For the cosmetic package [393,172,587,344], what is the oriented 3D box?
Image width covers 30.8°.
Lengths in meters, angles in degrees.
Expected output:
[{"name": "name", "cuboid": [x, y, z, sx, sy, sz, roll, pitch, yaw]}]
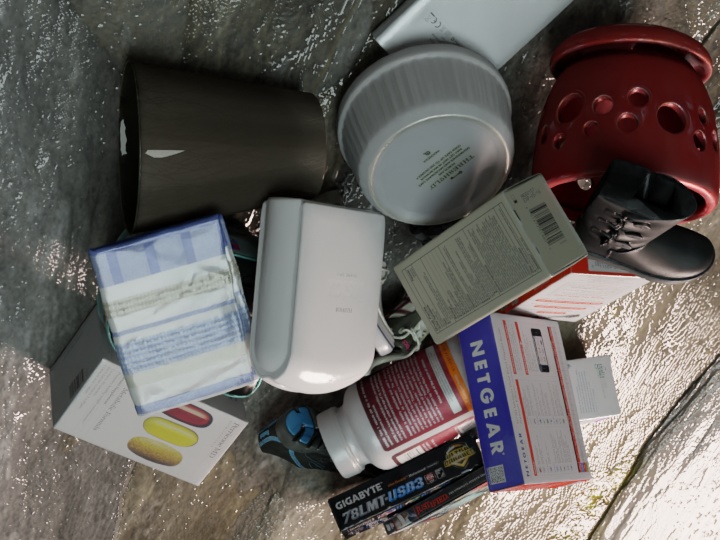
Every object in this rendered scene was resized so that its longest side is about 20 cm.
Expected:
[{"name": "cosmetic package", "cuboid": [0.135, -0.010, 1.397, 0.073, 0.104, 0.200, -26, 175, -40]}]

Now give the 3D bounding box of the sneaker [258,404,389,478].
[{"name": "sneaker", "cuboid": [-0.040, 0.222, 1.673, 0.199, 0.074, 0.082, 25, 143, -34]}]

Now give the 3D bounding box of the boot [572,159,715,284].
[{"name": "boot", "cuboid": [0.307, -0.048, 1.335, 0.163, 0.066, 0.200, 8, 163, 0]}]

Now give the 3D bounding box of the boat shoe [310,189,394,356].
[{"name": "boat shoe", "cuboid": [0.000, 0.000, 1.501, 0.069, 0.071, 0.201, -29, 96, -4]}]

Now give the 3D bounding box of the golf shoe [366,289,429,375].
[{"name": "golf shoe", "cuboid": [0.067, 0.063, 1.578, 0.199, 0.088, 0.077, -30, 124, 3]}]

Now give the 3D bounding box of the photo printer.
[{"name": "photo printer", "cuboid": [-0.045, 0.030, 1.386, 0.166, 0.069, 0.202, 7, 88, -55]}]

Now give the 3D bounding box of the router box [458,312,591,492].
[{"name": "router box", "cuboid": [0.195, 0.156, 1.545, 0.049, 0.202, 0.179, -19, 163, 32]}]

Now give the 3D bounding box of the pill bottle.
[{"name": "pill bottle", "cuboid": [0.052, 0.168, 1.574, 0.199, 0.113, 0.113, -27, 126, 5]}]

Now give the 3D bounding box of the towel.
[{"name": "towel", "cuboid": [-0.187, 0.048, 1.351, 0.146, 0.024, 0.202, -17, 115, -10]}]

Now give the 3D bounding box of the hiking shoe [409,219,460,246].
[{"name": "hiking shoe", "cuboid": [0.153, -0.033, 1.498, 0.075, 0.199, 0.087, -55, 136, -23]}]

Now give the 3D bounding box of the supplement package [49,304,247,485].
[{"name": "supplement package", "cuboid": [-0.247, 0.147, 1.526, 0.199, 0.110, 0.114, 27, 112, -29]}]

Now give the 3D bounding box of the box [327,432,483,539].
[{"name": "box", "cuboid": [0.059, 0.279, 1.664, 0.197, 0.050, 0.200, -25, 167, -4]}]

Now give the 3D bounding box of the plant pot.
[{"name": "plant pot", "cuboid": [0.287, -0.157, 1.406, 0.199, 0.200, 0.184, 9, 78, -21]}]

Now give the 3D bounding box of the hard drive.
[{"name": "hard drive", "cuboid": [0.127, -0.279, 1.408, 0.200, 0.026, 0.132, -42, 124, 12]}]

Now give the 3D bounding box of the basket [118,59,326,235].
[{"name": "basket", "cuboid": [-0.145, -0.128, 1.367, 0.198, 0.136, 0.182, -2, 113, -19]}]

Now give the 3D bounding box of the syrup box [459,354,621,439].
[{"name": "syrup box", "cuboid": [0.225, 0.164, 1.674, 0.198, 0.080, 0.081, -7, 168, -13]}]

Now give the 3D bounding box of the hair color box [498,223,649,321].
[{"name": "hair color box", "cuboid": [0.248, 0.005, 1.537, 0.110, 0.065, 0.200, 3, 162, -18]}]

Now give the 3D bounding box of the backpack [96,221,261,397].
[{"name": "backpack", "cuboid": [-0.189, 0.027, 1.437, 0.199, 0.153, 0.177, 13, 112, -33]}]

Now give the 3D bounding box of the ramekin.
[{"name": "ramekin", "cuboid": [0.076, -0.138, 1.418, 0.200, 0.095, 0.203, -7, 136, -6]}]

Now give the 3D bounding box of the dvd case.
[{"name": "dvd case", "cuboid": [0.139, 0.274, 1.648, 0.199, 0.022, 0.146, -36, 163, 26]}]
